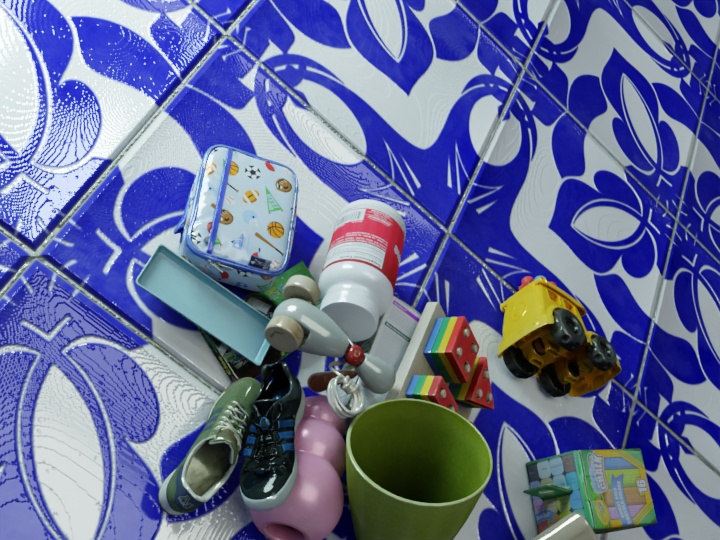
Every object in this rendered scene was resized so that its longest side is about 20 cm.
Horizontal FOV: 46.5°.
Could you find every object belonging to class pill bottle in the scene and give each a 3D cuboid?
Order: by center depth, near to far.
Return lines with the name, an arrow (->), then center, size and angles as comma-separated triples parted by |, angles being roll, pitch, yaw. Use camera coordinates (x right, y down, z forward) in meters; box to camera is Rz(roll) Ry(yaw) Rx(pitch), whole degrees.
pill bottle -> 0.000, 0.000, 1.234 | 0.112, 0.112, 0.201 | 33, 45, -20

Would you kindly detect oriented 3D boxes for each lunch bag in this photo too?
lunch bag -> -0.174, -0.073, 1.179 | 0.159, 0.076, 0.202 | 18, 57, -19

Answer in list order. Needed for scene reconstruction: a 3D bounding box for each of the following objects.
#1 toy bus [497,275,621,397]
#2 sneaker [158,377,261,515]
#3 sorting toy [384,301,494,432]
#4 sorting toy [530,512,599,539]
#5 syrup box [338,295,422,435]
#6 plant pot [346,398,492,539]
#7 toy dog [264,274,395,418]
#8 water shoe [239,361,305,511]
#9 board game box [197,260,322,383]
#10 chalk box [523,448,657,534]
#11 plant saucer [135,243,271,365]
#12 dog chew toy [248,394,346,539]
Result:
toy bus -> 0.338, 0.099, 1.456 | 0.199, 0.136, 0.193 | 30, 40, -24
sneaker -> -0.168, 0.215, 1.042 | 0.067, 0.090, 0.201 | 41, 58, -12
sorting toy -> 0.133, 0.185, 1.236 | 0.200, 0.069, 0.201 | 61, 40, -35
sorting toy -> 0.303, 0.492, 1.239 | 0.184, 0.036, 0.201 | -33, 88, -1
syrup box -> 0.025, 0.144, 1.229 | 0.081, 0.079, 0.201 | 36, 53, -17
plant pot -> 0.059, 0.306, 1.097 | 0.185, 0.201, 0.188 | 8, 31, -5
toy dog -> -0.055, 0.106, 1.124 | 0.132, 0.096, 0.201 | -36, 90, -41
water shoe -> -0.116, 0.196, 1.020 | 0.201, 0.071, 0.079 | -86, 161, -53
board game box -> -0.126, 0.074, 1.188 | 0.199, 0.023, 0.105 | -33, 89, -39
chalk box -> 0.354, 0.358, 1.343 | 0.199, 0.124, 0.125 | 6, 67, -33
plant saucer -> -0.204, 0.049, 1.120 | 0.199, 0.019, 0.070 | 37, 54, -18
dog chew toy -> -0.071, 0.252, 1.093 | 0.124, 0.124, 0.201 | 34, 46, -19
